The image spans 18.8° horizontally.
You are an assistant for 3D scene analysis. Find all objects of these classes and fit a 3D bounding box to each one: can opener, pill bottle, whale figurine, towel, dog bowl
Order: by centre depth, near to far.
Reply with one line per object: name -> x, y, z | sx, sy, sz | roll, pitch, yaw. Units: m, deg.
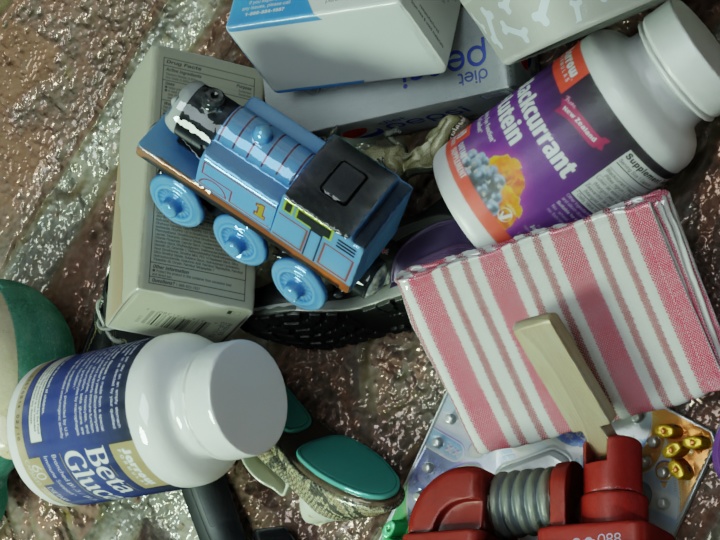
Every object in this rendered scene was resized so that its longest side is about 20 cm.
dog bowl -> 0.165, -0.196, 1.442 | 0.199, 0.200, 0.059 | -23, 92, 25
towel -> 0.138, 0.037, 1.456 | 0.199, 0.030, 0.147 | -17, 108, 23
pill bottle -> 0.157, -0.092, 1.476 | 0.200, 0.111, 0.112 | -37, 68, 20
pill bottle -> -0.152, 0.105, 1.565 | 0.199, 0.111, 0.112 | -14, 77, 39
can opener -> -0.104, 0.189, 1.624 | 0.201, 0.078, 0.063 | 61, 149, 24
whale figurine -> -0.280, 0.104, 1.710 | 0.159, 0.103, 0.201 | 37, 126, 54

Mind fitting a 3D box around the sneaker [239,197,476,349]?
sneaker -> 0.000, 0.000, 1.585 | 0.199, 0.076, 0.088 | -10, 65, 24

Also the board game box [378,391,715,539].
board game box -> 0.121, 0.160, 1.515 | 0.199, 0.026, 0.201 | 28, 97, 28

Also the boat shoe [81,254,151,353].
boat shoe -> -0.182, 0.030, 1.674 | 0.072, 0.068, 0.201 | 29, 100, 28

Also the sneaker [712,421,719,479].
sneaker -> 0.290, 0.061, 1.399 | 0.080, 0.088, 0.200 | 44, 106, 24

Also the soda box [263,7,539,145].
soda box -> 0.029, -0.139, 1.578 | 0.199, 0.063, 0.069 | -10, 79, 27

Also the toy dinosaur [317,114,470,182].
toy dinosaur -> -0.019, -0.077, 1.567 | 0.199, 0.088, 0.048 | -13, 62, 35

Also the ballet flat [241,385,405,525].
ballet flat -> -0.043, 0.139, 1.591 | 0.200, 0.068, 0.076 | 37, 127, 35

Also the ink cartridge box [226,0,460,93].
ink cartridge box -> 0.001, -0.237, 1.550 | 0.144, 0.085, 0.201 | -5, 55, 28

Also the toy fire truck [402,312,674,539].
toy fire truck -> 0.113, 0.145, 1.447 | 0.175, 0.129, 0.201 | -8, 69, 28

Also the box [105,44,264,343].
box -> -0.128, -0.055, 1.597 | 0.078, 0.094, 0.201 | 137, 141, -57

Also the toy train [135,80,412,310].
toy train -> -0.061, -0.058, 1.500 | 0.200, 0.087, 0.114 | 34, 146, 8
